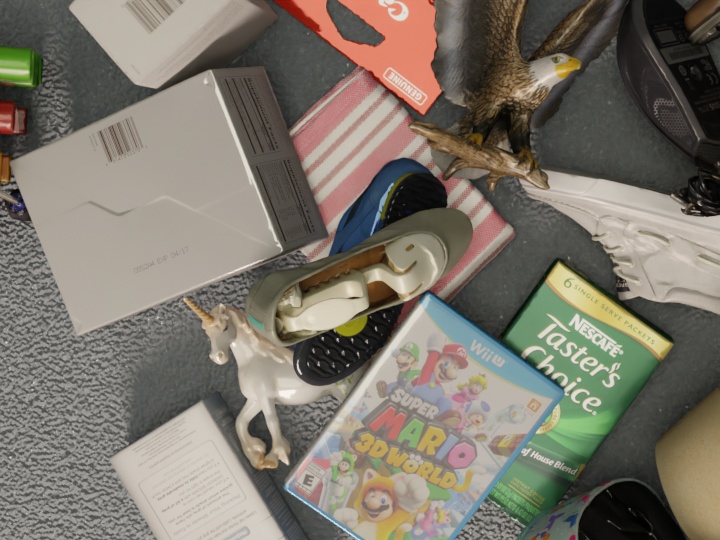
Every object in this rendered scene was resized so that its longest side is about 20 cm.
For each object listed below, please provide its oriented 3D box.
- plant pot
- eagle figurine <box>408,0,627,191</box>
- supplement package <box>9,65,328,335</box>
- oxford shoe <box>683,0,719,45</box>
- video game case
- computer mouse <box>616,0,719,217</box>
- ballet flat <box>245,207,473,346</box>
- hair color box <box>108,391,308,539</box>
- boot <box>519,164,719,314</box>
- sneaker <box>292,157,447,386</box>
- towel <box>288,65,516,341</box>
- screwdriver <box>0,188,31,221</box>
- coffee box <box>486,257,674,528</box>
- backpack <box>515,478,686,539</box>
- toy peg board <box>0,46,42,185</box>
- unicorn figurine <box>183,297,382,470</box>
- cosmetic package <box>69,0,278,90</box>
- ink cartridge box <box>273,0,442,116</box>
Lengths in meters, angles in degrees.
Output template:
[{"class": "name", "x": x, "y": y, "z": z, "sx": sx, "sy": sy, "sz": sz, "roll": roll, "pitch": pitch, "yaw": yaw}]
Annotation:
[{"class": "plant pot", "x": 0.342, "y": 0.142, "z": 1.267, "sx": 0.199, "sy": 0.187, "sz": 0.188, "roll": -25, "pitch": 90, "yaw": 22}, {"class": "eagle figurine", "x": 0.128, "y": -0.167, "z": 1.279, "sx": 0.150, "sy": 0.152, "sz": 0.201, "roll": 5, "pitch": 70, "yaw": 24}, {"class": "supplement package", "x": -0.155, "y": -0.059, "z": 1.320, "sx": 0.199, "sy": 0.111, "sz": 0.156, "roll": -21, "pitch": 90, "yaw": 20}, {"class": "oxford shoe", "x": 0.316, "y": -0.267, "z": 1.290, "sx": 0.084, "sy": 0.073, "sz": 0.200, "roll": 39, "pitch": 85, "yaw": 6}, {"class": "video game case", "x": 0.052, "y": 0.136, "z": 1.312, "sx": 0.143, "sy": 0.018, "sz": 0.200, "roll": 35, "pitch": 97, "yaw": -8}, {"class": "computer mouse", "x": 0.255, "y": -0.130, "z": 1.290, "sx": 0.053, "sy": 0.138, "sz": 0.201, "roll": -33, "pitch": 75, "yaw": 42}, {"class": "ballet flat", "x": 0.009, "y": 0.010, "z": 1.249, "sx": 0.199, "sy": 0.064, "sz": 0.068, "roll": -21, "pitch": 116, "yaw": -15}, {"class": "hair color box", "x": -0.117, "y": 0.216, "z": 1.376, "sx": 0.099, "sy": 0.061, "sz": 0.201, "roll": -32, "pitch": 88, "yaw": 8}, {"class": "boot", "x": 0.218, "y": -0.023, "z": 1.314, "sx": 0.199, "sy": 0.074, "sz": 0.096, "roll": 15, "pitch": 99, "yaw": 11}, {"class": "sneaker", "x": 0.000, "y": 0.000, "z": 1.320, "sx": 0.066, "sy": 0.078, "sz": 0.201, "roll": 27, "pitch": 92, "yaw": -29}, {"class": "towel", "x": 0.016, "y": -0.054, "z": 1.362, "sx": 0.146, "sy": 0.030, "sz": 0.200, "roll": -43, "pitch": 89, "yaw": 7}, {"class": "screwdriver", "x": -0.281, "y": -0.060, "z": 1.312, "sx": 0.029, "sy": 0.200, "sz": 0.028, "roll": -23, "pitch": 89, "yaw": -8}, {"class": "coffee box", "x": 0.155, "y": 0.103, "z": 1.343, "sx": 0.123, "sy": 0.044, "sz": 0.200, "roll": 37, "pitch": 97, "yaw": 4}, {"class": "backpack", "x": 0.203, "y": 0.274, "z": 1.280, "sx": 0.150, "sy": 0.177, "sz": 0.201, "roll": -27, "pitch": 89, "yaw": 38}, {"class": "toy peg board", "x": -0.318, "y": -0.105, "z": 1.323, "sx": 0.097, "sy": 0.200, "sz": 0.200, "roll": 3, "pitch": 94, "yaw": -7}, {"class": "unicorn figurine", "x": -0.060, "y": 0.097, "z": 1.349, "sx": 0.199, "sy": 0.074, "sz": 0.138, "roll": 1, "pitch": 81, "yaw": -22}, {"class": "cosmetic package", "x": -0.143, "y": -0.205, "z": 1.284, "sx": 0.108, "sy": 0.200, "sz": 0.085, "roll": -42, "pitch": 89, "yaw": 6}, {"class": "ink cartridge box", "x": 0.027, "y": -0.257, "z": 1.339, "sx": 0.200, "sy": 0.044, "sz": 0.174, "roll": 38, "pitch": 96, "yaw": 4}]
